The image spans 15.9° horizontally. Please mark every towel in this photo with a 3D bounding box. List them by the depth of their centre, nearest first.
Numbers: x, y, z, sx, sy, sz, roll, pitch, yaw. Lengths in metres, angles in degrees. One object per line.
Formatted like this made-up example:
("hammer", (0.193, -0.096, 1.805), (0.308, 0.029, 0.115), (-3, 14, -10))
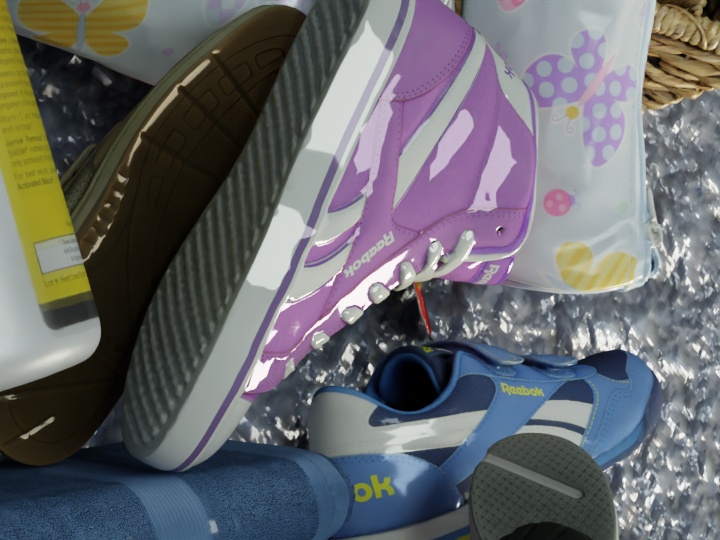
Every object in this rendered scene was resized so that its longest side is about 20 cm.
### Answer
("towel", (-0.105, 0.095, 0.920), (0.199, 0.111, 0.049), (-5, 95, -43))

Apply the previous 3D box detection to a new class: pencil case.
("pencil case", (-0.109, -0.132, 0.983), (0.199, 0.083, 0.091), (17, 54, -39))
("pencil case", (0.084, -0.089, 1.071), (0.083, 0.090, 0.202), (-9, 104, -52))

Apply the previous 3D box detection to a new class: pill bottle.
("pill bottle", (-0.164, -0.052, 0.850), (0.112, 0.112, 0.202), (-17, 91, -43))

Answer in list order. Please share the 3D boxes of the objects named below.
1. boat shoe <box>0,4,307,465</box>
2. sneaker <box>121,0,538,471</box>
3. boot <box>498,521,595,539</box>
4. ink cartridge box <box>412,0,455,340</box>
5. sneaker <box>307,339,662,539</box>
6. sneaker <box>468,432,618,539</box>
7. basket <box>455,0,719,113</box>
("boat shoe", (-0.087, -0.020, 0.961), (0.072, 0.065, 0.201), (44, 75, -34))
("sneaker", (0.000, 0.000, 0.931), (0.114, 0.073, 0.201), (35, 79, -26))
("boot", (0.076, 0.187, 0.873), (0.130, 0.068, 0.202), (14, 97, -33))
("ink cartridge box", (0.026, -0.076, 1.061), (0.161, 0.050, 0.202), (45, 31, -85))
("sneaker", (0.055, 0.061, 1.100), (0.199, 0.074, 0.083), (-22, 92, -44))
("sneaker", (0.079, 0.165, 0.984), (0.070, 0.081, 0.201), (-2, 54, -5))
("basket", (0.130, -0.187, 1.177), (0.142, 0.148, 0.201), (36, 59, -30))
